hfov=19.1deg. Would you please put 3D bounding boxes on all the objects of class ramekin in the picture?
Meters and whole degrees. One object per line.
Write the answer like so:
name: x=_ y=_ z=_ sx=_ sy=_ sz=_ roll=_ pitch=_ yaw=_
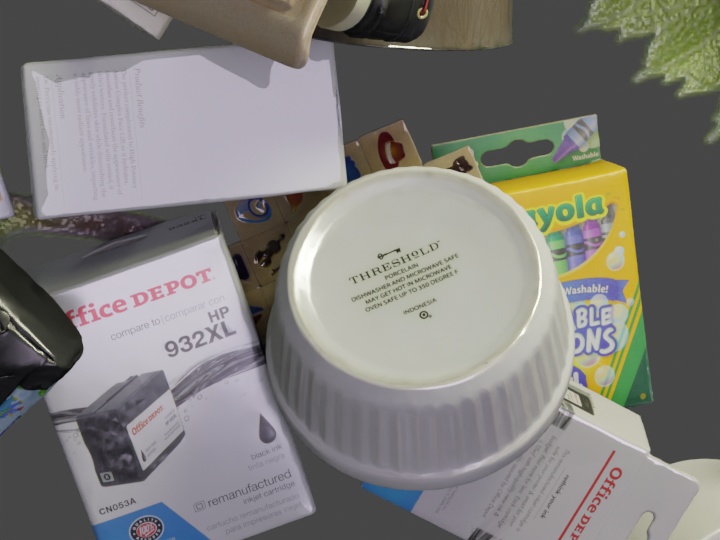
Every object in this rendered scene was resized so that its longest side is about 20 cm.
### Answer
ramekin: x=0.036 y=0.027 z=1.330 sx=0.201 sy=0.094 sz=0.203 roll=-2 pitch=59 yaw=3

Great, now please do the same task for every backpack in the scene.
backpack: x=-0.282 y=0.065 z=1.313 sx=0.163 sy=0.154 sz=0.200 roll=41 pitch=100 yaw=2

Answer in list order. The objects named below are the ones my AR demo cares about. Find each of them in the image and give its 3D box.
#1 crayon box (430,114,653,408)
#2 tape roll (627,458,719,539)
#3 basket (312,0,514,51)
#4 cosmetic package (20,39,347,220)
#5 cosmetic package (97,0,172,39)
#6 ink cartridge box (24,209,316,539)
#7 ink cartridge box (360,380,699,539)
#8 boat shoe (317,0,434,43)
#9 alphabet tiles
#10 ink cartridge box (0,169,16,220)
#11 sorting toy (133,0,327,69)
crayon box: x=0.125 y=0.004 z=1.475 sx=0.125 sy=0.052 sz=0.201 roll=-11 pitch=103 yaw=-12
tape roll: x=0.260 y=0.247 z=1.510 sx=0.201 sy=0.139 sz=0.204 roll=-2 pitch=101 yaw=-13
basket: x=0.033 y=-0.248 z=1.342 sx=0.180 sy=0.135 sz=0.201 roll=-13 pitch=112 yaw=-52
cosmetic package: x=-0.113 y=-0.091 z=1.369 sx=0.199 sy=0.074 sz=0.102 roll=-5 pitch=94 yaw=-8
cosmetic package: x=-0.120 y=-0.258 z=1.351 sx=0.103 sy=0.073 sz=0.201 roll=34 pitch=91 yaw=-17
ink cartridge box: x=-0.129 y=0.081 z=1.401 sx=0.144 sy=0.084 sz=0.201 roll=-19 pitch=105 yaw=-3
ink cartridge box: x=0.112 y=0.129 z=1.432 sx=0.199 sy=0.067 sz=0.116 roll=28 pitch=106 yaw=-9
boat shoe: x=0.016 y=-0.233 z=1.246 sx=0.063 sy=0.073 sz=0.203 roll=9 pitch=83 yaw=-35
alphabet tiles: x=0.000 y=0.000 z=1.435 sx=0.199 sy=0.006 sz=0.167 roll=-22 pitch=101 yaw=7
ink cartridge box: x=-0.341 y=-0.099 z=1.341 sx=0.197 sy=0.047 sz=0.201 roll=-19 pitch=103 yaw=-9
sorting toy: x=-0.063 y=-0.236 z=1.245 sx=0.036 sy=0.185 sz=0.201 roll=15 pitch=99 yaw=-50
